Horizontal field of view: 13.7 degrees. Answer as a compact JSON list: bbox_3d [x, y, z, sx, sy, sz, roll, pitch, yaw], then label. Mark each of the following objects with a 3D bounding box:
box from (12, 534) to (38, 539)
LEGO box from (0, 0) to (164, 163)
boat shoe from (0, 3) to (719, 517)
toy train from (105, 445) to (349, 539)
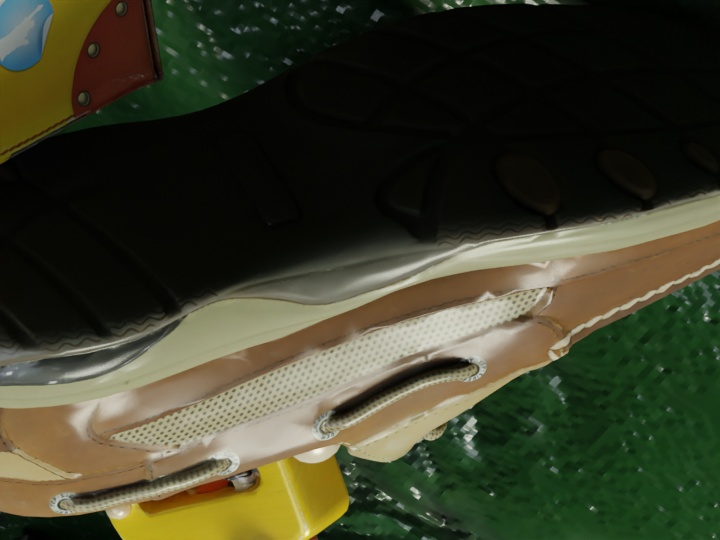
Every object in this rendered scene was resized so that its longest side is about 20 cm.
[{"bbox_3d":[-0.063,0.209,0.867,0.199,0.182,0.104,32,122,-4],"label":"box"},{"bbox_3d":[-0.126,-0.103,0.550,0.077,0.149,0.201,21,130,39],"label":"LEGO box"},{"bbox_3d":[0.000,0.000,0.632,0.199,0.076,0.074,-13,134,-14],"label":"boat shoe"},{"bbox_3d":[-0.047,-0.002,0.747,0.199,0.056,0.151,16,116,30],"label":"toy train"}]
